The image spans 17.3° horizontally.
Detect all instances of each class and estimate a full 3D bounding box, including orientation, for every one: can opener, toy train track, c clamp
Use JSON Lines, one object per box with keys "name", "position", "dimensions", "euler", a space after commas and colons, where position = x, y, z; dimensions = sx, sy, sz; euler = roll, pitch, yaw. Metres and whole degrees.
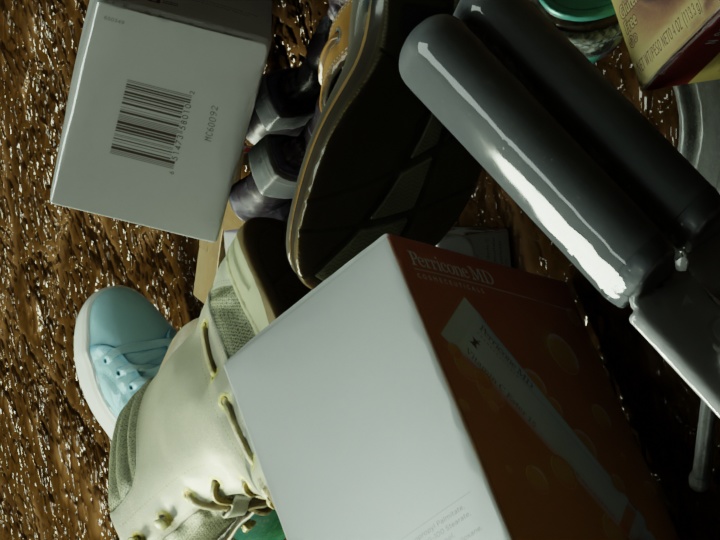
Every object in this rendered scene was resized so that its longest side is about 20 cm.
{"name": "can opener", "position": [0.090, -0.008, 0.809], "dimensions": [0.200, 0.053, 0.067], "euler": [47, 153, 10]}
{"name": "toy train track", "position": [-0.043, -0.020, 1.239], "dimensions": [0.200, 0.032, 0.115], "euler": [38, 125, 50]}
{"name": "c clamp", "position": [0.095, -0.042, 0.911], "dimensions": [0.200, 0.027, 0.172], "euler": [-124, 35, -46]}

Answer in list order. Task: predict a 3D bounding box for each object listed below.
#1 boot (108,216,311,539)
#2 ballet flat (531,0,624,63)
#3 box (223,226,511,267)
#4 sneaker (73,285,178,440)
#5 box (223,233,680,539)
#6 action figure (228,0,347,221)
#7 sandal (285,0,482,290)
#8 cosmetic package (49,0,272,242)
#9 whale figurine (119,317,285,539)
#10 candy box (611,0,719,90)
{"name": "boot", "position": [-0.047, 0.097, 1.059], "dimensions": [0.155, 0.072, 0.201], "euler": [-51, 44, 34]}
{"name": "ballet flat", "position": [0.064, -0.165, 0.885], "dimensions": [0.072, 0.072, 0.201], "euler": [133, 133, -61]}
{"name": "box", "position": [0.000, 0.000, 1.101], "dimensions": [0.200, 0.039, 0.042], "euler": [5, 100, 59]}
{"name": "sneaker", "position": [-0.101, 0.085, 1.369], "dimensions": [0.201, 0.074, 0.082], "euler": [63, 144, 18]}
{"name": "box", "position": [0.048, 0.102, 0.917], "dimensions": [0.097, 0.124, 0.201], "euler": [-38, 59, 28]}
{"name": "action figure", "position": [-0.002, -0.098, 1.072], "dimensions": [0.200, 0.069, 0.131], "euler": [131, 133, -56]}
{"name": "sandal", "position": [0.012, -0.089, 0.961], "dimensions": [0.055, 0.081, 0.201], "euler": [23, 106, 56]}
{"name": "cosmetic package", "position": [-0.093, -0.109, 1.138], "dimensions": [0.200, 0.084, 0.108], "euler": [-90, 15, -63]}
{"name": "whale figurine", "position": [-0.071, 0.122, 1.239], "dimensions": [0.159, 0.103, 0.201], "euler": [-72, -3, -60]}
{"name": "candy box", "position": [0.109, -0.176, 0.795], "dimensions": [0.115, 0.055, 0.201], "euler": [132, 124, -62]}
